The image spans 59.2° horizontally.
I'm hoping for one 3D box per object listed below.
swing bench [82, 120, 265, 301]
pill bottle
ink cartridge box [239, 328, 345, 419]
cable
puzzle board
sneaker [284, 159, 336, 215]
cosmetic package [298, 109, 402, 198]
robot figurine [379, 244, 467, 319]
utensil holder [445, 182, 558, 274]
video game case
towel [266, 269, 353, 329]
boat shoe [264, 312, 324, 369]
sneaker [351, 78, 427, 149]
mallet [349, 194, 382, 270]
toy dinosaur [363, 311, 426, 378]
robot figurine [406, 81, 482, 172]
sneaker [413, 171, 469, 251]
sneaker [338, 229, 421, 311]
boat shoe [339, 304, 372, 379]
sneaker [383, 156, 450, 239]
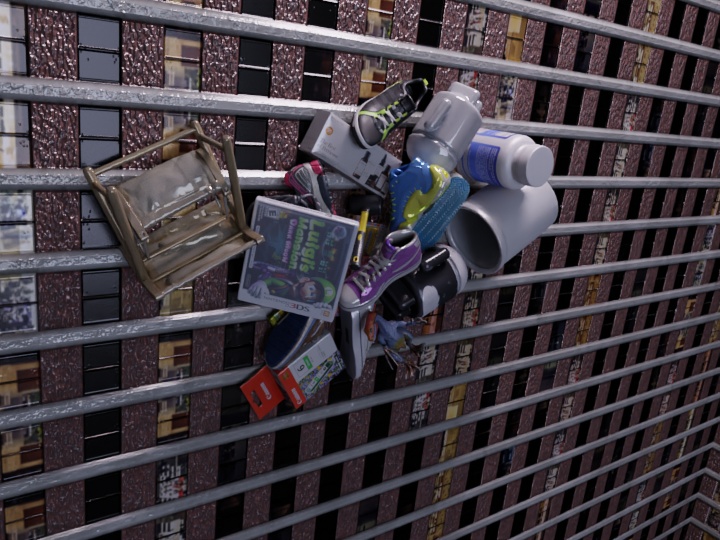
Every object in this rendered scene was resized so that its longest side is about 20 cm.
[{"bbox_3d":[-0.285,-0.095,0.993,0.198,0.129,0.201,-31,128,-25],"label":"swing bench"},{"bbox_3d":[0.300,-0.232,1.329,0.111,0.199,0.113,-14,115,-32],"label":"pill bottle"},{"bbox_3d":[-0.131,0.211,1.262,0.199,0.050,0.110,-38,131,-20],"label":"ink cartridge box"},{"bbox_3d":[-0.129,-0.038,1.138,0.161,0.051,0.202,-14,118,3],"label":"cable"},{"bbox_3d":[0.000,0.000,1.294,0.150,0.017,0.202,6,104,-44],"label":"puzzle board"},{"bbox_3d":[-0.082,-0.105,1.179,0.074,0.081,0.202,-16,115,-1],"label":"sneaker"},{"bbox_3d":[-0.014,-0.217,1.197,0.199,0.050,0.083,26,90,-40],"label":"cosmetic package"},{"bbox_3d":[0.135,0.023,1.353,0.199,0.150,0.126,-29,105,-25],"label":"robot figurine"},{"bbox_3d":[0.313,-0.116,1.406,0.199,0.169,0.171,-35,124,-24],"label":"utensil holder"},{"bbox_3d":[-0.113,-0.015,1.115,0.180,0.023,0.202,14,116,-5],"label":"video game case"},{"bbox_3d":[-0.092,0.060,1.265,0.200,0.018,0.086,-40,132,-19],"label":"towel"},{"bbox_3d":[-0.105,0.108,1.214,0.201,0.072,0.072,-55,142,-1],"label":"boat shoe"},{"bbox_3d":[0.058,-0.302,1.170,0.072,0.082,0.200,52,56,-22],"label":"sneaker"},{"bbox_3d":[-0.007,-0.075,1.179,0.201,0.065,0.041,-71,163,-45],"label":"mallet"},{"bbox_3d":[0.054,0.144,1.304,0.181,0.199,0.106,42,68,-25],"label":"toy dinosaur"},{"bbox_3d":[0.167,-0.274,1.270,0.201,0.112,0.170,-58,154,-6],"label":"robot figurine"},{"bbox_3d":[0.149,-0.120,1.337,0.076,0.081,0.200,36,105,-20],"label":"sneaker"},{"bbox_3d":[0.031,-0.010,1.215,0.200,0.073,0.115,-39,156,-13],"label":"sneaker"},{"bbox_3d":[0.000,0.140,1.307,0.065,0.074,0.201,-18,133,-24],"label":"boat shoe"},{"bbox_3d":[0.084,-0.143,1.243,0.105,0.076,0.200,38,123,-4],"label":"sneaker"}]
